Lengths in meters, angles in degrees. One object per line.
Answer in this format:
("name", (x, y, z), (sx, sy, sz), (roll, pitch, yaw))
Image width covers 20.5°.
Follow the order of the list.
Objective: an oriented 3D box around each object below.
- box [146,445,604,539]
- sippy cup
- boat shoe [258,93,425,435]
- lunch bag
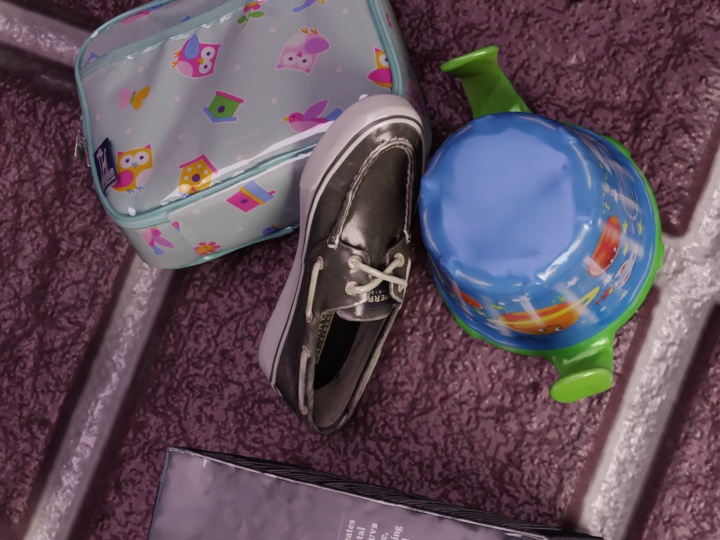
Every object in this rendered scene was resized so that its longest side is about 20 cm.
("box", (0.008, 0.174, 1.037), (0.197, 0.200, 0.124), (13, 85, 17))
("sippy cup", (0.090, -0.027, 1.081), (0.178, 0.130, 0.140), (36, 91, 17))
("boat shoe", (0.000, 0.000, 1.092), (0.064, 0.070, 0.201), (53, 137, 44))
("lunch bag", (-0.070, -0.101, 1.148), (0.199, 0.077, 0.161), (-21, 60, 9))
